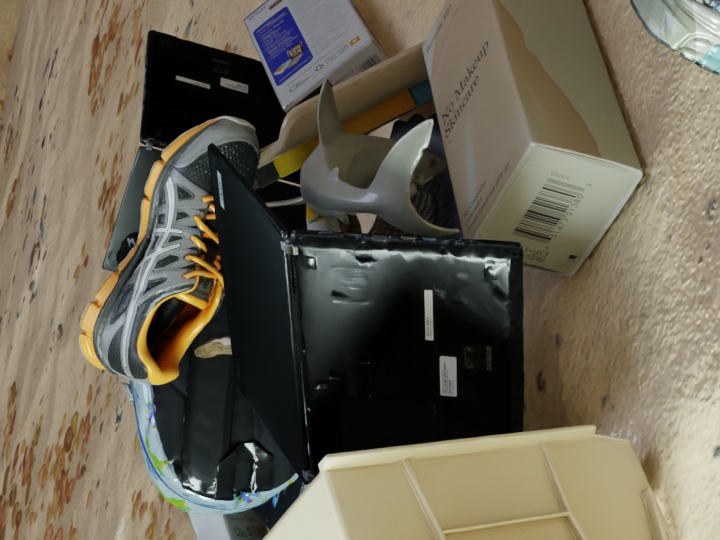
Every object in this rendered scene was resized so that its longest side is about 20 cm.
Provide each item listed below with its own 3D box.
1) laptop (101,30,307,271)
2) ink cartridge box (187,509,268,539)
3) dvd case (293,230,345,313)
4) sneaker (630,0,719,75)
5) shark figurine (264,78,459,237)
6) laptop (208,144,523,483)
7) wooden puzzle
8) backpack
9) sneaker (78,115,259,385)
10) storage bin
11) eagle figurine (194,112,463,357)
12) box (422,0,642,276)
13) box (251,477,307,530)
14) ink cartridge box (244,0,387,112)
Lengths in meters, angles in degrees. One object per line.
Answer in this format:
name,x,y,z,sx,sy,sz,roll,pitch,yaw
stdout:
laptop,-0.130,-0.092,1.460,0.103,0.176,0.201,131,145,-49
ink cartridge box,-0.131,0.145,1.343,0.095,0.037,0.201,30,-139,-71
dvd case,0.018,0.089,0.995,0.018,0.200,0.143,-35,-6,-41
sneaker,0.184,-0.192,0.888,0.086,0.077,0.201,-51,37,26
shark figurine,-0.008,-0.072,0.984,0.215,0.127,0.090,-83,-11,-81
laptop,0.001,0.031,0.939,0.103,0.198,0.178,-70,-21,-55
wooden puzzle,-0.007,-0.111,1.194,0.037,0.184,0.200,61,158,0
backpack,-0.104,0.082,1.206,0.154,0.162,0.201,128,134,-56
sneaker,-0.117,-0.010,1.107,0.077,0.078,0.201,30,96,45
storage bin,0.035,0.176,0.853,0.200,0.197,0.094,-54,48,46
eagle figurine,-0.001,-0.006,1.116,0.200,0.151,0.152,-50,-23,-43
box,0.103,-0.103,1.007,0.201,0.077,0.095,-100,30,-46
box,-0.029,0.110,1.257,0.159,0.046,0.201,-151,76,-68
ink cartridge box,-0.042,-0.203,1.419,0.094,0.037,0.200,-37,35,8
